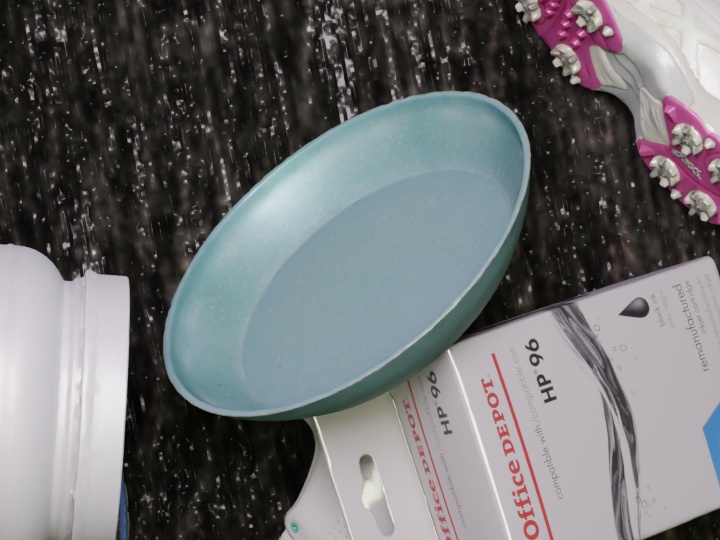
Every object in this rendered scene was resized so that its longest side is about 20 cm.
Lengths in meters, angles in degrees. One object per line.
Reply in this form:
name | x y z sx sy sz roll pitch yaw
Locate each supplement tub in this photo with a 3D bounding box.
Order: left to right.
supplement tub | -0.204 0.058 1.057 0.199 0.145 0.146 3 88 -7

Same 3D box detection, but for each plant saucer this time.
plant saucer | 0.000 0.000 1.117 0.200 0.200 0.036 -40 122 -3

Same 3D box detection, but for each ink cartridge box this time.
ink cartridge box | 0.087 0.078 1.124 0.200 0.068 0.116 -18 89 -29

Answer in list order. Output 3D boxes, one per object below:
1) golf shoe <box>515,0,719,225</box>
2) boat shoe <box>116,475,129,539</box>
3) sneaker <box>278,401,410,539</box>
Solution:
golf shoe | 0.147 -0.118 1.178 0.091 0.075 0.200 -38 90 -23
boat shoe | -0.142 0.138 1.149 0.072 0.072 0.201 -14 89 -3
sneaker | 0.003 0.143 1.165 0.088 0.075 0.201 -8 83 10
